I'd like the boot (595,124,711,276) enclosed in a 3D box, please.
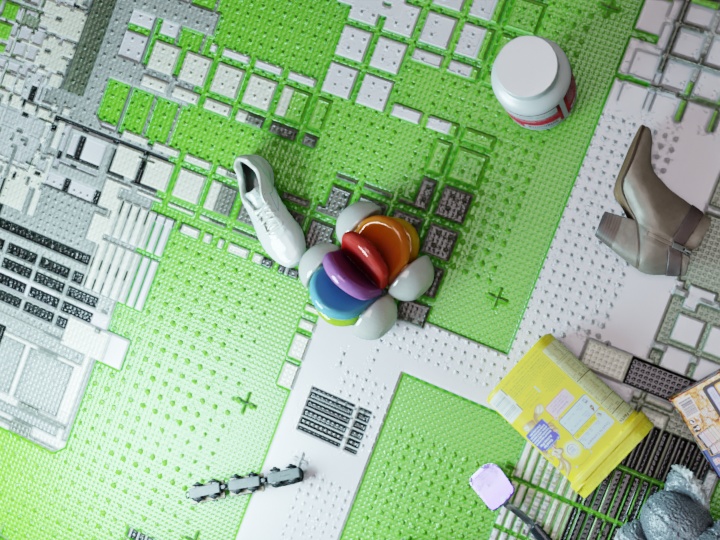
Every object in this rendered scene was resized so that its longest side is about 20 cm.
[{"bbox_3d":[0.436,-0.094,1.541,0.146,0.070,0.200,21,95,9],"label":"boot"}]

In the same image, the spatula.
[{"bbox_3d":[0.246,0.373,1.592,0.200,0.021,0.057,45,112,10],"label":"spatula"}]

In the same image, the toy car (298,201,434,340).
[{"bbox_3d":[0.000,0.000,1.607,0.175,0.150,0.200,45,99,12],"label":"toy car"}]

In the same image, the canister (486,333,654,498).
[{"bbox_3d":[0.302,0.208,1.551,0.200,0.087,0.149,44,99,14],"label":"canister"}]

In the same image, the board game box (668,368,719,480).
[{"bbox_3d":[0.563,0.196,1.499,0.200,0.046,0.152,-32,80,12],"label":"board game box"}]

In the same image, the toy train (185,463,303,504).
[{"bbox_3d":[-0.185,0.342,1.700,0.200,0.046,0.034,-13,69,12],"label":"toy train"}]

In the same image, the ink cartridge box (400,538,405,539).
[{"bbox_3d":[0.020,0.511,1.585,0.084,0.145,0.200,38,97,15],"label":"ink cartridge box"}]

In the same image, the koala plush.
[{"bbox_3d":[0.468,0.379,1.466,0.200,0.184,0.177,45,102,26],"label":"koala plush"}]

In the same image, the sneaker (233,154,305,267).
[{"bbox_3d":[-0.153,-0.094,1.690,0.070,0.080,0.201,-28,82,11],"label":"sneaker"}]

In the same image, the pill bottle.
[{"bbox_3d":[0.248,-0.271,1.523,0.112,0.200,0.113,-1,88,15],"label":"pill bottle"}]
